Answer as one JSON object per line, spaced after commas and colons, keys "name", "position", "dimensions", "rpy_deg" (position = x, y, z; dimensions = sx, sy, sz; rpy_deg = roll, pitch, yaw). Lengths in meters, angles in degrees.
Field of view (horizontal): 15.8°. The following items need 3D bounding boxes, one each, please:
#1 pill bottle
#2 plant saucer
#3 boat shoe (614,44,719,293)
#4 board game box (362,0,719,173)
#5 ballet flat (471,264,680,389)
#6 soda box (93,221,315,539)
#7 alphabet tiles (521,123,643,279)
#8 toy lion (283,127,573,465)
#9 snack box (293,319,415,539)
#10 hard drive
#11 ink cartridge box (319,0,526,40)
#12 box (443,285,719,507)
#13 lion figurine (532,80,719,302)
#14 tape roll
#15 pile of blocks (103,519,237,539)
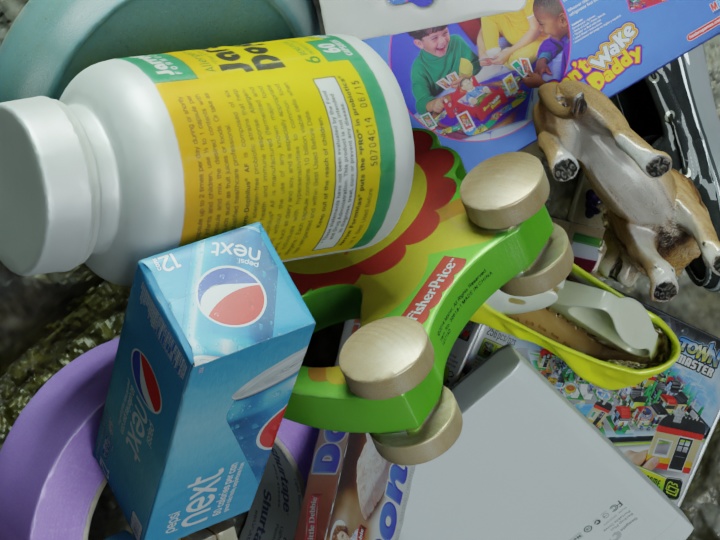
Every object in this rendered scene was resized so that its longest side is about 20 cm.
{"name": "pill bottle", "position": [-0.084, -0.053, 1.279], "dimensions": [0.200, 0.113, 0.113], "rpy_deg": [-10, 108, -31]}
{"name": "plant saucer", "position": [-0.100, -0.086, 1.342], "dimensions": [0.200, 0.027, 0.200], "rpy_deg": [-18, 126, -26]}
{"name": "boat shoe", "position": [0.182, -0.078, 1.548], "dimensions": [0.057, 0.069, 0.200], "rpy_deg": [-19, 99, -19]}
{"name": "board game box", "position": [0.096, -0.152, 1.457], "dimensions": [0.200, 0.045, 0.135], "rpy_deg": [-30, 113, -4]}
{"name": "ballet flat", "position": [0.107, 0.012, 1.479], "dimensions": [0.200, 0.067, 0.067], "rpy_deg": [30, 71, -33]}
{"name": "soda box", "position": [-0.081, 0.062, 1.290], "dimensions": [0.068, 0.064, 0.200], "rpy_deg": [-19, 155, -23]}
{"name": "alphabet tiles", "position": [0.067, -0.026, 1.533], "dimensions": [0.200, 0.008, 0.167], "rpy_deg": [13, 97, -32]}
{"name": "toy lion", "position": [0.000, 0.000, 1.370], "dimensions": [0.200, 0.192, 0.069], "rpy_deg": [-54, 136, -33]}
{"name": "snack box", "position": [0.008, 0.083, 1.453], "dimensions": [0.072, 0.024, 0.200], "rpy_deg": [40, 56, -49]}
{"name": "hard drive", "position": [0.096, 0.142, 1.550], "dimensions": [0.132, 0.027, 0.200], "rpy_deg": [-40, 129, 8]}
{"name": "ink cartridge box", "position": [0.016, -0.227, 1.369], "dimensions": [0.117, 0.067, 0.200], "rpy_deg": [-10, 97, -2]}
{"name": "box", "position": [0.136, 0.062, 1.573], "dimensions": [0.200, 0.035, 0.110], "rpy_deg": [23, 91, -33]}
{"name": "lion figurine", "position": [0.143, -0.055, 1.442], "dimensions": [0.072, 0.123, 0.200], "rpy_deg": [-30, 128, 3]}
{"name": "tape roll", "position": [-0.105, 0.137, 1.442], "dimensions": [0.200, 0.066, 0.200], "rpy_deg": [-9, 107, -29]}
{"name": "pile of blocks", "position": [-0.122, 0.203, 1.374], "dimensions": [0.082, 0.062, 0.200], "rpy_deg": [16, 94, -33]}
